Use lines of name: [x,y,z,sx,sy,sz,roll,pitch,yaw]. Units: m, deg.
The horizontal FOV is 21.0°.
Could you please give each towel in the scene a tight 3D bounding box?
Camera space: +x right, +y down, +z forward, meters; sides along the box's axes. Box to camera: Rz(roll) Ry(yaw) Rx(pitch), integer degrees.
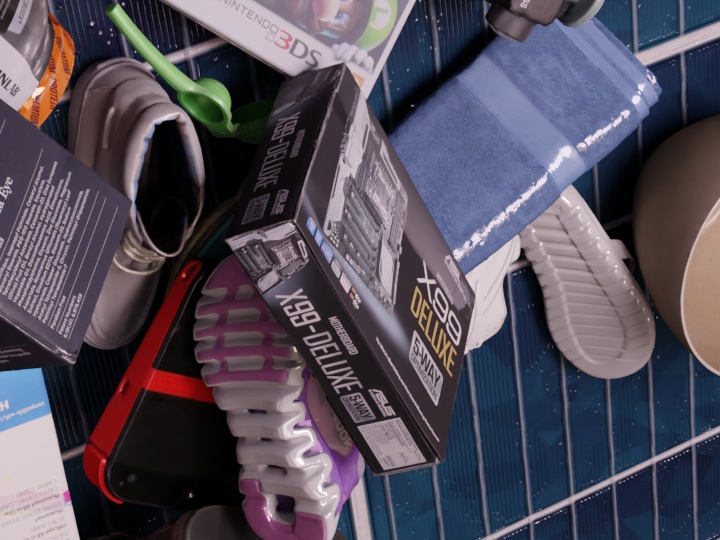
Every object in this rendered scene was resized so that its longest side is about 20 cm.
towel: [0.099,-0.091,1.311,0.200,0.112,0.049,-41,173,-9]

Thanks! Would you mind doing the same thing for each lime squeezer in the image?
lime squeezer: [-0.078,-0.115,1.195,0.200,0.038,0.071,4,108,-46]

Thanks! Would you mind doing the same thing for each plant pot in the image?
plant pot: [0.278,-0.038,1.432,0.200,0.134,0.201,-15,123,-24]

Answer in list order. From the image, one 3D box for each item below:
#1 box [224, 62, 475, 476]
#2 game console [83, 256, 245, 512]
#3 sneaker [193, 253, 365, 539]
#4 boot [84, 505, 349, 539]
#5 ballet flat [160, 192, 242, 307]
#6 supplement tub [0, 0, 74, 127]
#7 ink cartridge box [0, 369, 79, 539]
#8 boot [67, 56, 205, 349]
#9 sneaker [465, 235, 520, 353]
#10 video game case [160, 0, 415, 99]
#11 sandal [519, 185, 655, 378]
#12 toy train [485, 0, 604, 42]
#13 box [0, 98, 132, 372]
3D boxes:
box: [0.000,0.000,1.184,0.050,0.158,0.200,-15,125,25]
game console: [-0.070,0.085,1.274,0.200,0.031,0.177,15,108,-40]
sneaker: [-0.042,0.072,1.219,0.088,0.080,0.201,-37,123,-48]
boot: [-0.110,0.209,1.328,0.200,0.174,0.069,29,57,-37]
ballet flat: [-0.104,0.022,1.266,0.070,0.071,0.200,0,123,-32]
supplement tub: [-0.252,-0.151,1.038,0.123,0.123,0.200,-47,130,0]
ink cartridge box: [-0.229,0.130,1.204,0.067,0.116,0.201,-19,116,-23]
boot: [-0.142,-0.024,1.199,0.073,0.096,0.201,-12,122,-26]
sneaker: [0.057,0.044,1.380,0.099,0.078,0.200,18,107,-42]
video game case: [-0.023,-0.221,1.185,0.182,0.023,0.200,28,88,-40]
sandal: [0.170,0.000,1.438,0.203,0.082,0.050,63,34,-38]
toy train: [0.130,-0.243,1.225,0.085,0.114,0.200,21,109,-29]
box: [-0.259,-0.030,1.021,0.182,0.200,0.104,39,56,-40]
